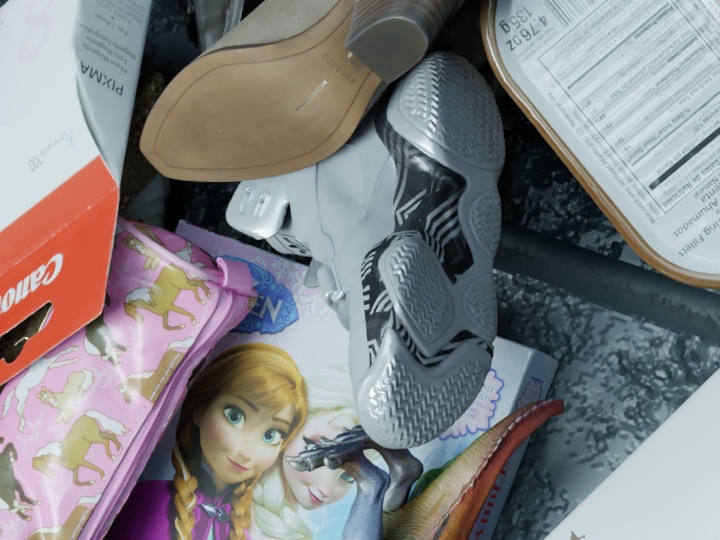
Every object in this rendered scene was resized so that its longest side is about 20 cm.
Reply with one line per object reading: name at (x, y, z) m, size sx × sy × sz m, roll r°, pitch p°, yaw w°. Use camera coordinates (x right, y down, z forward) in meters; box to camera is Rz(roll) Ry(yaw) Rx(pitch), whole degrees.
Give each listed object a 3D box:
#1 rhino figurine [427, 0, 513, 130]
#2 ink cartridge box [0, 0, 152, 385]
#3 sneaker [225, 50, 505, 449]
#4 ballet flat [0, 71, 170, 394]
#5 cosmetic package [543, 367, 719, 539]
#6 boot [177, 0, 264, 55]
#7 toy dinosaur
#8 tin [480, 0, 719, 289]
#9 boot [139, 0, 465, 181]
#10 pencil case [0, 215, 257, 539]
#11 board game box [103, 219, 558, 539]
rhino figurine at (0.061, -0.116, 1.389) m, size 0.199 × 0.060 × 0.088 m, roll 13°, pitch 87°, yaw 21°
ink cartridge box at (-0.168, -0.043, 1.393) m, size 0.162 × 0.057 × 0.201 m, roll -34°, pitch 36°, yaw 44°
sneaker at (0.000, 0.000, 1.319) m, size 0.115 × 0.075 × 0.201 m, roll -18°, pitch 49°, yaw 35°
ballet flat at (-0.134, -0.004, 1.434) m, size 0.065 × 0.071 × 0.200 m, roll 35°, pitch 108°, yaw 2°
cosmetic package at (0.151, 0.134, 1.289) m, size 0.200 × 0.085 × 0.108 m, roll -47°, pitch 66°, yaw 8°
boot at (-0.114, -0.158, 1.471) m, size 0.173 × 0.069 × 0.201 m, roll -4°, pitch 74°, yaw 26°
toy dinosaur at (0.006, 0.165, 1.296) m, size 0.199 × 0.105 × 0.182 m, roll -10°, pitch 94°, yaw 8°
tin at (0.136, -0.080, 1.330) m, size 0.112 × 0.042 × 0.200 m, roll -40°, pitch 89°, yaw 15°
boot at (-0.005, -0.126, 1.334) m, size 0.199 × 0.070 × 0.147 m, roll -21°, pitch 32°, yaw 37°
pencil case at (-0.127, 0.071, 1.366) m, size 0.086 × 0.083 × 0.201 m, roll 28°, pitch 89°, yaw -2°
board game box at (-0.033, 0.101, 1.389) m, size 0.199 × 0.041 × 0.200 m, roll 19°, pitch 86°, yaw 23°
